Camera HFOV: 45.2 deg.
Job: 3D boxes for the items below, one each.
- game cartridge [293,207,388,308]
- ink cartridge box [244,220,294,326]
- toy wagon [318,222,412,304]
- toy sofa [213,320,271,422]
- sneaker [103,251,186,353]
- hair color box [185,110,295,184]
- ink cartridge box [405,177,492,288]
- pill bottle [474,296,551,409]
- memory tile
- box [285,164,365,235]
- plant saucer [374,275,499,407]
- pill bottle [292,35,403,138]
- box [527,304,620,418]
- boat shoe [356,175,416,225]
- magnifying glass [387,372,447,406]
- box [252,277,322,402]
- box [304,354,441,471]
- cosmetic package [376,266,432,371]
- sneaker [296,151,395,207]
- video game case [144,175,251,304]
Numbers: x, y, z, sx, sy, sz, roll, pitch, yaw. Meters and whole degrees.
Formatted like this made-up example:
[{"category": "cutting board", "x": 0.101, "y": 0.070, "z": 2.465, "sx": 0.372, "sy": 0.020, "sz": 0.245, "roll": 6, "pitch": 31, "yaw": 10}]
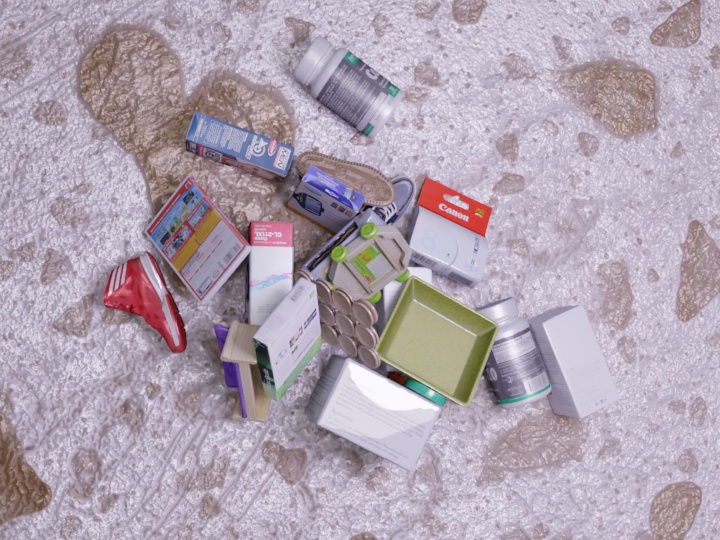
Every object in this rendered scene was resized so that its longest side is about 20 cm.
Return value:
[{"category": "game cartridge", "x": -0.019, "y": -0.016, "z": 1.630, "sx": 0.200, "sy": 0.042, "sz": 0.133, "roll": -43, "pitch": 133, "yaw": 8}, {"category": "ink cartridge box", "x": -0.172, "y": 0.016, "z": 1.617, "sx": 0.082, "sy": 0.146, "sz": 0.202, "roll": 2, "pitch": 85, "yaw": -11}, {"category": "toy wagon", "x": 0.000, "y": 0.000, "z": 1.601, "sx": 0.199, "sy": 0.040, "sz": 0.155, "roll": -37, "pitch": 136, "yaw": 3}, {"category": "toy sofa", "x": -0.217, "y": 0.185, "z": 1.564, "sx": 0.097, "sy": 0.201, "sz": 0.083, "roll": 7, "pitch": 48, "yaw": 6}, {"category": "sneaker", "x": -0.406, "y": 0.076, "z": 1.612, "sx": 0.115, "sy": 0.078, "sz": 0.201, "roll": -23, "pitch": 78, "yaw": -4}, {"category": "hair color box", "x": -0.231, "y": -0.231, "z": 1.649, "sx": 0.199, "sy": 0.100, "sz": 0.061, "roll": 19, "pitch": 83, "yaw": -9}, {"category": "ink cartridge box", "x": 0.183, "y": -0.085, "z": 1.713, "sx": 0.159, "sy": 0.047, "sz": 0.201, "roll": 24, "pitch": 61, "yaw": -9}, {"category": "pill bottle", "x": 0.295, "y": 0.162, "z": 1.716, "sx": 0.112, "sy": 0.113, "sz": 0.201, "roll": -20, "pitch": 89, "yaw": -12}, {"category": "memory tile", "x": -0.041, "y": 0.084, "z": 1.544, "sx": 0.017, "sy": 0.199, "sz": 0.154, "roll": -36, "pitch": 135, "yaw": -32}, {"category": "box", "x": -0.066, "y": -0.132, "z": 1.622, "sx": 0.119, "sy": 0.200, "sz": 0.042, "roll": 30, "pitch": 71, "yaw": -7}, {"category": "plant saucer", "x": 0.138, "y": 0.138, "z": 1.611, "sx": 0.199, "sy": 0.048, "sz": 0.200, "roll": 29, "pitch": 54, "yaw": -1}, {"category": "pill bottle", "x": -0.025, "y": -0.359, "z": 1.686, "sx": 0.199, "sy": 0.113, "sz": 0.114, "roll": 35, "pitch": 80, "yaw": -8}, {"category": "box", "x": 0.417, "y": 0.181, "z": 1.733, "sx": 0.097, "sy": 0.124, "sz": 0.201, "roll": -22, "pitch": 90, "yaw": -12}, {"category": "boat shoe", "x": 0.045, "y": -0.113, "z": 1.698, "sx": 0.075, "sy": 0.093, "sz": 0.200, "roll": 42, "pitch": 79, "yaw": -5}, {"category": "magnifying glass", "x": 0.099, "y": 0.219, "z": 1.627, "sx": 0.079, "sy": 0.200, "sz": 0.023, "roll": 32, "pitch": 85, "yaw": -20}, {"category": "box", "x": -0.125, "y": 0.125, "z": 1.516, "sx": 0.036, "sy": 0.201, "sz": 0.145, "roll": 26, "pitch": 58, "yaw": 21}, {"category": "box", "x": 0.017, "y": 0.259, "z": 1.608, "sx": 0.198, "sy": 0.200, "sz": 0.131, "roll": 28, "pitch": 83, "yaw": -7}, {"category": "cosmetic package", "x": 0.087, "y": 0.096, "z": 1.700, "sx": 0.101, "sy": 0.071, "sz": 0.202, "roll": 0, "pitch": 86, "yaw": -11}, {"category": "sneaker", "x": -0.031, "y": -0.167, "z": 1.675, "sx": 0.199, "sy": 0.109, "sz": 0.071, "roll": 21, "pitch": 77, "yaw": -2}, {"category": "video game case", "x": -0.302, "y": -0.057, "z": 1.591, "sx": 0.143, "sy": 0.017, "sz": 0.200, "roll": -48, "pitch": 67, "yaw": 14}]
